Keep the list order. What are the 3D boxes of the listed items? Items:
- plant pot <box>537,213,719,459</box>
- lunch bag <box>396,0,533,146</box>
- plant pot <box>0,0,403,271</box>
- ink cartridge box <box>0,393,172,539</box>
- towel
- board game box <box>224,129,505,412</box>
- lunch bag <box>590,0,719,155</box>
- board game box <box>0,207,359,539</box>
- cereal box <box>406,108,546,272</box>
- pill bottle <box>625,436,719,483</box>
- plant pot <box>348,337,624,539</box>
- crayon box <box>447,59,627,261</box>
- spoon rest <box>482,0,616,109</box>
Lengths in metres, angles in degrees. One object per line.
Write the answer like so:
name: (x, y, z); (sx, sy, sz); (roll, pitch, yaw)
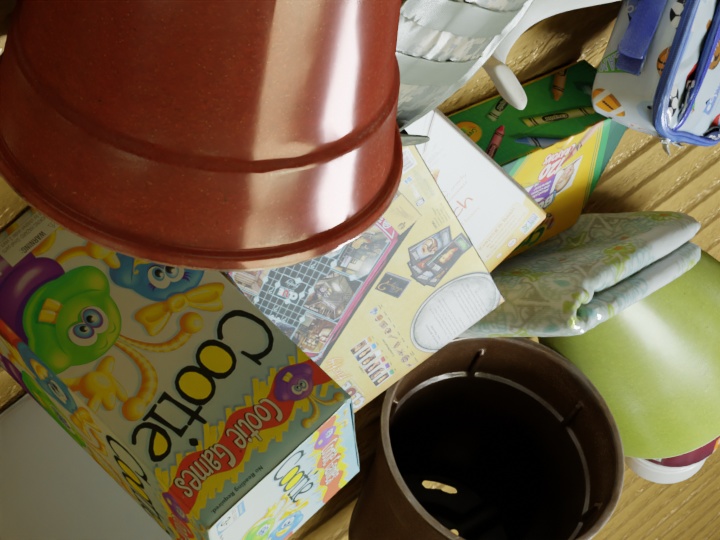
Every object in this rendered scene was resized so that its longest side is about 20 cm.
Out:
plant pot: (0.215, 0.034, 2.022); (0.187, 0.187, 0.200); (-48, 146, 0)
lunch bag: (-0.013, -0.124, 1.307); (0.200, 0.118, 0.164); (-48, 161, 18)
plant pot: (-0.060, -0.138, 1.090); (0.200, 0.200, 0.196); (-30, 146, -40)
ink cartridge box: (-0.168, 0.181, 1.500); (0.144, 0.145, 0.200); (-39, 158, -22)
towel: (0.133, 0.003, 1.792); (0.200, 0.170, 0.048); (-27, 108, -49)
board game box: (0.000, 0.000, 1.513); (0.135, 0.035, 0.200); (-36, 144, -2)
lunch bag: (0.231, -0.179, 1.695); (0.160, 0.075, 0.201); (7, 102, -64)
board game box: (-0.107, 0.055, 1.314); (0.103, 0.200, 0.105); (-42, 159, -16)
cereal box: (0.018, -0.033, 1.557); (0.144, 0.040, 0.200); (-45, 145, 7)
pill bottle: (0.313, 0.126, 2.447); (0.114, 0.114, 0.200); (-40, 159, -21)
plant pot: (0.084, 0.184, 1.992); (0.200, 0.200, 0.199); (-34, 164, -33)
crayon box: (0.099, -0.065, 1.729); (0.200, 0.058, 0.119); (-26, 150, -47)
spoon rest: (0.144, -0.191, 1.582); (0.200, 0.061, 0.100); (-45, 127, -13)
